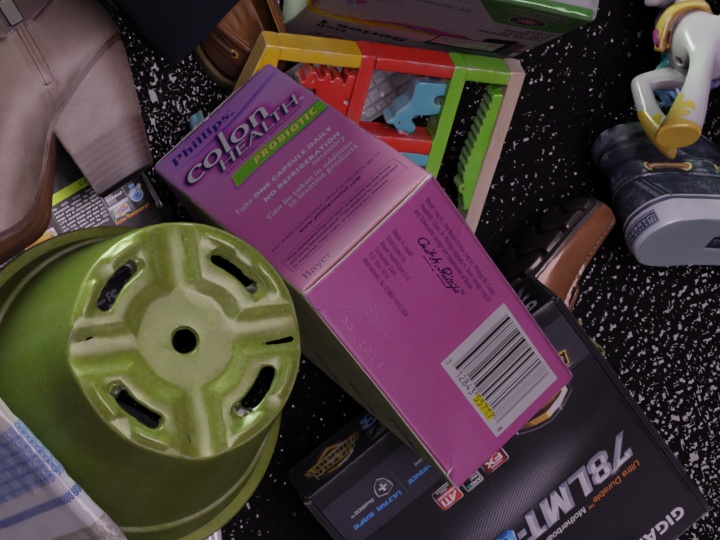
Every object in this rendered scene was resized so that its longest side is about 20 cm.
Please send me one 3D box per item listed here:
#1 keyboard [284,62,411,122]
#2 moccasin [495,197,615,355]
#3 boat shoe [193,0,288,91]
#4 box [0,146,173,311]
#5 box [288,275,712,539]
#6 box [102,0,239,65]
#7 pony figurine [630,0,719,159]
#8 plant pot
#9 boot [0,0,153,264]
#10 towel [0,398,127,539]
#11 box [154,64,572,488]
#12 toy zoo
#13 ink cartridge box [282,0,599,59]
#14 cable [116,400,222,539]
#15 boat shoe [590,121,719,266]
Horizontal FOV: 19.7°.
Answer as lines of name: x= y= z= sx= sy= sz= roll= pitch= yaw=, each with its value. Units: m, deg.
keyboard: x=0.038 y=-0.151 z=1.347 sx=0.200 sy=0.011 sz=0.056 roll=-34 pitch=99 yaw=-17
moccasin: x=0.108 y=0.046 z=1.331 sx=0.078 sy=0.074 sz=0.202 roll=32 pitch=79 yaw=-18
boat shoe: x=-0.102 y=-0.205 z=1.270 sx=0.072 sy=0.068 sz=0.201 roll=-34 pitch=99 yaw=-17
box: x=-0.228 y=-0.032 z=1.234 sx=0.200 sy=0.047 sz=0.194 roll=-33 pitch=96 yaw=-16
box: x=0.090 y=0.139 z=1.291 sx=0.200 sy=0.050 sz=0.199 roll=-39 pitch=114 yaw=-2
box: x=-0.149 y=-0.238 z=1.143 sx=0.200 sy=0.197 sz=0.117 roll=44 pitch=89 yaw=9
pony figurine: x=0.257 y=-0.150 z=1.341 sx=0.192 sy=0.167 sz=0.201 roll=0 pitch=52 yaw=-5
plant pot: x=-0.113 y=0.053 z=1.130 sx=0.199 sy=0.190 sz=0.201 roll=4 pitch=77 yaw=-18
boot: x=-0.221 y=-0.083 z=1.187 sx=0.200 sy=0.070 sz=0.147 roll=-33 pitch=89 yaw=-13
towel: x=-0.187 y=0.126 z=1.122 sx=0.200 sy=0.147 sz=0.024 roll=49 pitch=54 yaw=-11
box: x=0.000 y=0.000 z=1.196 sx=0.097 sy=0.200 sz=0.176 roll=-43 pitch=126 yaw=-8
toy zoo: x=-0.008 y=-0.081 z=1.286 sx=0.199 sy=0.020 sz=0.132 roll=5 pitch=123 yaw=-19
ink cartridge box: x=0.046 y=-0.185 z=1.247 sx=0.144 sy=0.200 sz=0.084 roll=10 pitch=84 yaw=-15
cable: x=-0.179 y=0.171 z=1.230 sx=0.199 sy=0.069 sz=0.201 roll=18 pitch=82 yaw=-17
boat shoe: x=0.245 y=-0.052 z=1.385 sx=0.200 sy=0.071 sz=0.091 roll=6 pitch=52 yaw=-38
